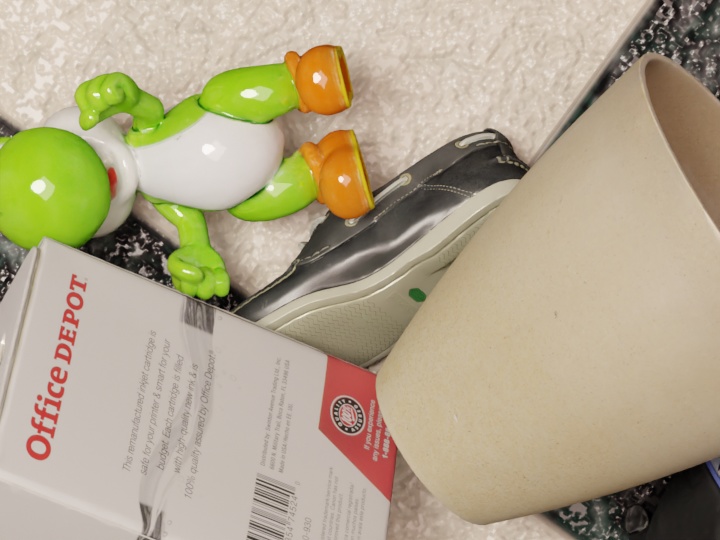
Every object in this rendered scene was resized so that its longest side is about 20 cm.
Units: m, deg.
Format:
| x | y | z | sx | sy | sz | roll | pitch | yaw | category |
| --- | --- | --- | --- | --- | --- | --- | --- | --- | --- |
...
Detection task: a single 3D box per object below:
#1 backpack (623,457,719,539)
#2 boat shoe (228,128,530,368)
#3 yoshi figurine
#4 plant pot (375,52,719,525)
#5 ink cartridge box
| x | y | z | sx | sy | sz | roll | pitch | yaw | category |
| --- | --- | --- | --- | --- | --- | --- | --- | --- | --- |
| 0.241 | 0.160 | 1.338 | 0.190 | 0.200 | 0.154 | 32 | 107 | -16 | backpack |
| 0.000 | 0.000 | 1.400 | 0.200 | 0.072 | 0.068 | -32 | 52 | 6 | boat shoe |
| -0.098 | -0.048 | 1.350 | 0.199 | 0.112 | 0.113 | -11 | 66 | 4 | yoshi figurine |
| 0.113 | 0.031 | 1.323 | 0.200 | 0.187 | 0.187 | -37 | 91 | 19 | plant pot |
| -0.090 | 0.094 | 1.322 | 0.200 | 0.083 | 0.147 | 23 | 46 | -16 | ink cartridge box |
